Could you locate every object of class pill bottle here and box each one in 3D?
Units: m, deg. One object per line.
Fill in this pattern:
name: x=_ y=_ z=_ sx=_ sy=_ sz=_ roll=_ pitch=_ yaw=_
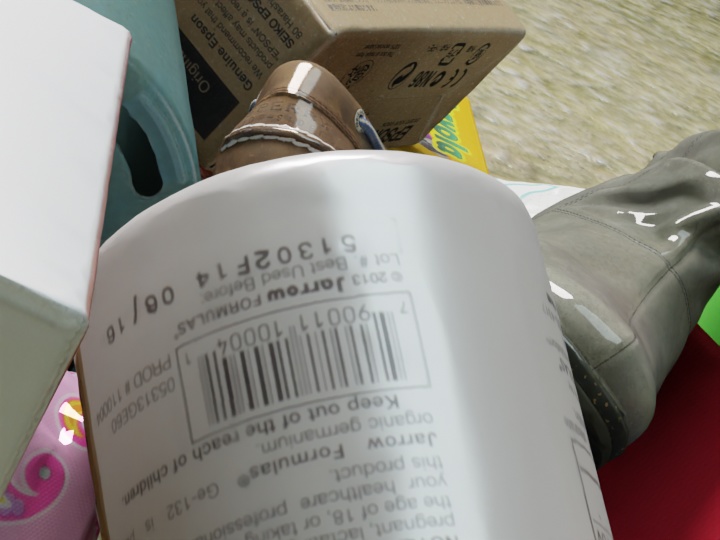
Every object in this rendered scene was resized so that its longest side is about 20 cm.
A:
pill bottle: x=0.004 y=0.085 z=0.616 sx=0.114 sy=0.114 sz=0.201 roll=12 pitch=55 yaw=-40

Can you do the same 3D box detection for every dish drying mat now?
dish drying mat: x=0.082 y=0.048 z=0.859 sx=0.018 sy=0.077 sz=0.200 roll=47 pitch=3 yaw=-25

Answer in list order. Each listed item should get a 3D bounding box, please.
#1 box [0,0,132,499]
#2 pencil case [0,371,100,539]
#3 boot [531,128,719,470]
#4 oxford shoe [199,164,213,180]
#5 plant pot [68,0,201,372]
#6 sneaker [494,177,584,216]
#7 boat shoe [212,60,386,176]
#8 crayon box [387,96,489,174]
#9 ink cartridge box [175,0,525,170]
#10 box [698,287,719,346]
box: x=-0.132 y=0.041 z=0.499 sx=0.106 sy=0.200 sz=0.152 roll=25 pitch=19 yaw=-11
pencil case: x=-0.158 y=0.030 z=0.678 sx=0.199 sy=0.088 sz=0.087 roll=22 pitch=19 yaw=-11
boot: x=0.093 y=-0.012 z=0.795 sx=0.068 sy=0.130 sz=0.200 roll=58 pitch=3 yaw=-5
oxford shoe: x=-0.097 y=-0.047 z=1.029 sx=0.071 sy=0.074 sz=0.200 roll=67 pitch=-4 yaw=-49
plant pot: x=-0.134 y=-0.065 z=0.824 sx=0.200 sy=0.200 sz=0.196 roll=19 pitch=29 yaw=-27
sneaker: x=0.055 y=-0.001 z=1.045 sx=0.200 sy=0.071 sz=0.080 roll=4 pitch=-7 yaw=12
boat shoe: x=0.000 y=0.000 z=0.876 sx=0.072 sy=0.073 sz=0.200 roll=12 pitch=-19 yaw=12
crayon box: x=-0.018 y=-0.061 z=1.177 sx=0.199 sy=0.051 sz=0.127 roll=24 pitch=18 yaw=-13
ink cartridge box: x=-0.043 y=-0.124 z=1.041 sx=0.165 sy=0.075 sz=0.200 roll=49 pitch=21 yaw=13
box: x=0.199 y=0.097 z=0.897 sx=0.200 sy=0.097 sz=0.176 roll=38 pitch=1 yaw=43
